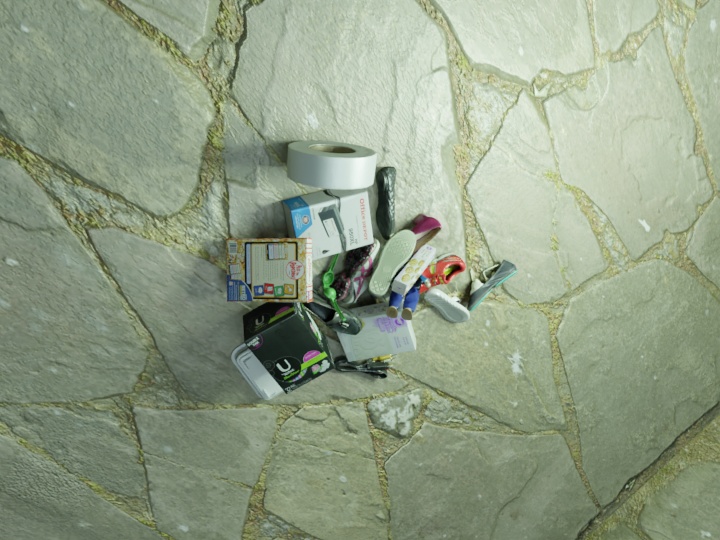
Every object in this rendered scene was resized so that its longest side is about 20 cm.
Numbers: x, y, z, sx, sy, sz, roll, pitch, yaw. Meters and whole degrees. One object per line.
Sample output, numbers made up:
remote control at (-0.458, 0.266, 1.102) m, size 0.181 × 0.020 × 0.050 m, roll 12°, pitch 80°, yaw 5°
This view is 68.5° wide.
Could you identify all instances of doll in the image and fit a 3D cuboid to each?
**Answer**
doll at (0.120, 0.043, 1.427) m, size 0.136 × 0.200 × 0.049 m, roll 7°, pitch 133°, yaw 15°

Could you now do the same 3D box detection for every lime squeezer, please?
lime squeezer at (-0.069, 0.041, 1.390) m, size 0.071 × 0.200 × 0.038 m, roll -13°, pitch 161°, yaw 26°

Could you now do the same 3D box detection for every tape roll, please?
tape roll at (-0.065, -0.241, 1.196) m, size 0.202 × 0.202 × 0.071 m, roll -4°, pitch 114°, yaw -23°

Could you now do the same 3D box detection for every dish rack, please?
dish rack at (-0.238, 0.260, 1.446) m, size 0.172 × 0.044 × 0.200 m, roll -31°, pitch 121°, yaw -7°

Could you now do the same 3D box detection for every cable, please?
cable at (0.014, 0.283, 1.584) m, size 0.200 × 0.050 × 0.097 m, roll 1°, pitch 130°, yaw -12°

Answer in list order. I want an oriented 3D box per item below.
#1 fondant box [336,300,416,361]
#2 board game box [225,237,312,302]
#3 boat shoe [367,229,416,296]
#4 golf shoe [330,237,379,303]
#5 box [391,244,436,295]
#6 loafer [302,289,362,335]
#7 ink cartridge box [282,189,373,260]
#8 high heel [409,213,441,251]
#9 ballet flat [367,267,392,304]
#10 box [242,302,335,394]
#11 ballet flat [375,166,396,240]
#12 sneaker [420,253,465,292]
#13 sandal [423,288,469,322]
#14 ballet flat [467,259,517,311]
fondant box at (0.041, 0.168, 1.471) m, size 0.200 × 0.058 × 0.144 m, roll -13°, pitch 121°, yaw 11°
board game box at (-0.215, -0.001, 1.245) m, size 0.200 × 0.046 × 0.152 m, roll 1°, pitch 92°, yaw 11°
boat shoe at (0.080, -0.020, 1.394) m, size 0.075 × 0.062 × 0.200 m, roll 30°, pitch 80°, yaw 2°
golf shoe at (0.000, 0.000, 1.419) m, size 0.092 × 0.073 × 0.200 m, roll 16°, pitch 114°, yaw -39°
box at (0.145, -0.005, 1.420) m, size 0.200 × 0.041 × 0.039 m, roll -46°, pitch 155°, yaw -46°
loafer at (-0.087, 0.117, 1.390) m, size 0.200 × 0.063 × 0.072 m, roll 32°, pitch 106°, yaw -5°
ink cartridge box at (-0.078, -0.119, 1.315) m, size 0.200 × 0.084 × 0.145 m, roll -17°, pitch 119°, yaw -17°
high heel at (0.139, -0.062, 1.432) m, size 0.200 × 0.096 × 0.067 m, roll -49°, pitch 123°, yaw 3°
ballet flat at (0.072, 0.082, 1.486) m, size 0.072 × 0.072 × 0.200 m, roll -27°, pitch 121°, yaw -11°
box at (-0.180, 0.178, 1.326) m, size 0.148 × 0.124 × 0.200 m, roll -29°, pitch 120°, yaw 2°
ballet flat at (0.075, -0.171, 1.373) m, size 0.057 × 0.066 × 0.200 m, roll -21°, pitch 124°, yaw -32°
sneaker at (0.210, 0.016, 1.507) m, size 0.200 × 0.085 × 0.077 m, roll -31°, pitch 121°, yaw -8°
sandal at (0.267, 0.097, 1.588) m, size 0.203 × 0.082 × 0.050 m, roll 39°, pitch 51°, yaw -40°
ballet flat at (0.386, 0.039, 1.612) m, size 0.200 × 0.073 × 0.073 m, roll -41°, pitch 123°, yaw -1°
